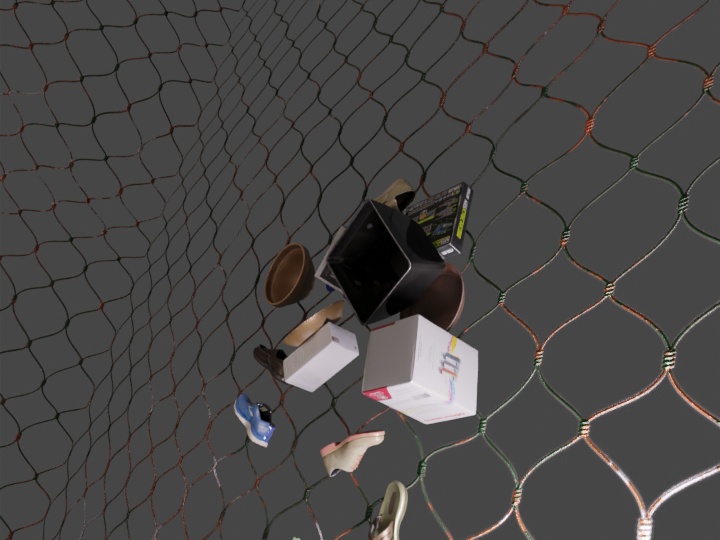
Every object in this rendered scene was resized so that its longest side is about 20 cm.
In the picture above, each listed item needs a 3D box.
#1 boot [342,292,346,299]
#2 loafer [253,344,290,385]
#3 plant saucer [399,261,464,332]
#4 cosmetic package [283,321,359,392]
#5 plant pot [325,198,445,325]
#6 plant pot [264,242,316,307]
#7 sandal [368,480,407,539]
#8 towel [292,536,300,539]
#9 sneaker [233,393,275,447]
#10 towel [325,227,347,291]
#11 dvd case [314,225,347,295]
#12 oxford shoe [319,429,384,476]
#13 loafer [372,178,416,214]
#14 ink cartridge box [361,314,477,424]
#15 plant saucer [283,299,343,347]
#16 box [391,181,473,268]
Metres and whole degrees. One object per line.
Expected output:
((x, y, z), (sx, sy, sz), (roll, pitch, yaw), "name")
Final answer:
((-0.003, -0.040, 1.845), (0.187, 0.064, 0.201), (-48, 35, 17), "boot")
((-0.244, 0.262, 1.955), (0.199, 0.073, 0.072), (31, 86, 48), "loafer")
((0.171, 0.079, 1.551), (0.199, 0.034, 0.204), (-32, 44, 36), "plant saucer")
((-0.106, 0.229, 1.757), (0.199, 0.101, 0.075), (-41, 41, 26), "cosmetic package")
((0.070, -0.018, 1.520), (0.200, 0.175, 0.202), (-52, 56, 32), "plant pot")
((-0.198, 0.027, 2.027), (0.200, 0.092, 0.204), (-33, 43, 37), "plant pot")
((0.044, 0.535, 1.381), (0.079, 0.057, 0.205), (-14, 57, 48), "sandal")
((-0.139, 0.729, 1.523), (0.199, 0.023, 0.155), (27, 90, 56), "towel")
((-0.294, 0.412, 1.915), (0.090, 0.078, 0.200), (-52, 43, 2), "sneaker")
((-0.059, -0.031, 1.844), (0.200, 0.049, 0.151), (132, 153, -71), "towel")
((0.000, 0.000, 1.717), (0.152, 0.198, 0.025), (-60, -7, 3), "dvd case")
((-0.011, 0.420, 1.544), (0.199, 0.070, 0.075), (-35, 63, 39), "oxford shoe")
((0.074, -0.164, 1.780), (0.068, 0.076, 0.201), (24, 68, 46), "loafer")
((0.127, 0.208, 1.374), (0.144, 0.198, 0.147), (-22, 47, 42), "ink cartridge box")
((-0.117, 0.151, 1.793), (0.200, 0.199, 0.036), (-40, 80, 29), "plant saucer")
((0.175, -0.101, 1.635), (0.198, 0.047, 0.196), (-23, 43, 44), "box")
